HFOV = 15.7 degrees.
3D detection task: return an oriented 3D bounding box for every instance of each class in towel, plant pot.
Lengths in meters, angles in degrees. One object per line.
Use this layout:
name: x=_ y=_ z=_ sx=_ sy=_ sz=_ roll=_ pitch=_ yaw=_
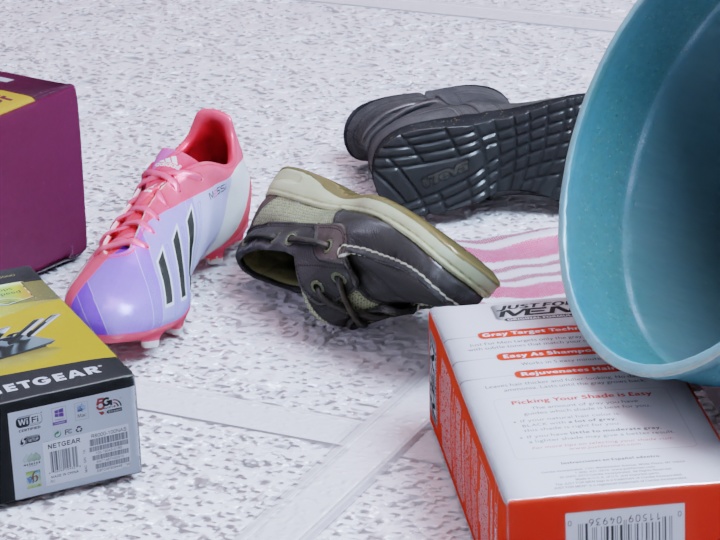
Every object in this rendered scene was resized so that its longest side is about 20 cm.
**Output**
towel: x=0.118 y=0.010 z=1.332 sx=0.145 sy=0.030 sz=0.200 roll=-7 pitch=22 yaw=-12
plant pot: x=0.218 y=-0.027 z=1.126 sx=0.187 sy=0.201 sz=0.200 roll=19 pitch=11 yaw=-28

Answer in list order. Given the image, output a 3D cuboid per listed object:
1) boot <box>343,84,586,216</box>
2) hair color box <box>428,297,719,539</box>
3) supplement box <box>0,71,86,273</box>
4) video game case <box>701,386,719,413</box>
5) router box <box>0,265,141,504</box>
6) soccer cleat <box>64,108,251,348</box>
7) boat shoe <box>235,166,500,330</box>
boot: x=0.094 y=-0.082 z=1.524 sx=0.199 sy=0.070 sz=0.132 roll=0 pitch=16 yaw=-6
hair color box: x=0.092 y=0.076 z=1.127 sx=0.101 sy=0.062 sz=0.200 roll=-4 pitch=23 yaw=-5
supplement box: x=-0.267 y=-0.053 z=1.432 sx=0.199 sy=0.104 sz=0.131 roll=13 pitch=25 yaw=32
video game case: x=0.266 y=0.058 z=1.197 sx=0.199 sy=0.018 sz=0.143 roll=-7 pitch=27 yaw=-10
router box: x=-0.220 y=0.062 z=1.204 sx=0.199 sy=0.053 sz=0.157 roll=-12 pitch=23 yaw=-23
soccer cleat: x=-0.107 y=-0.021 z=1.370 sx=0.066 sy=0.077 sz=0.200 roll=5 pitch=22 yaw=17
boat shoe: x=-0.001 y=-0.001 z=1.326 sx=0.066 sy=0.072 sz=0.201 roll=-55 pitch=31 yaw=-7
